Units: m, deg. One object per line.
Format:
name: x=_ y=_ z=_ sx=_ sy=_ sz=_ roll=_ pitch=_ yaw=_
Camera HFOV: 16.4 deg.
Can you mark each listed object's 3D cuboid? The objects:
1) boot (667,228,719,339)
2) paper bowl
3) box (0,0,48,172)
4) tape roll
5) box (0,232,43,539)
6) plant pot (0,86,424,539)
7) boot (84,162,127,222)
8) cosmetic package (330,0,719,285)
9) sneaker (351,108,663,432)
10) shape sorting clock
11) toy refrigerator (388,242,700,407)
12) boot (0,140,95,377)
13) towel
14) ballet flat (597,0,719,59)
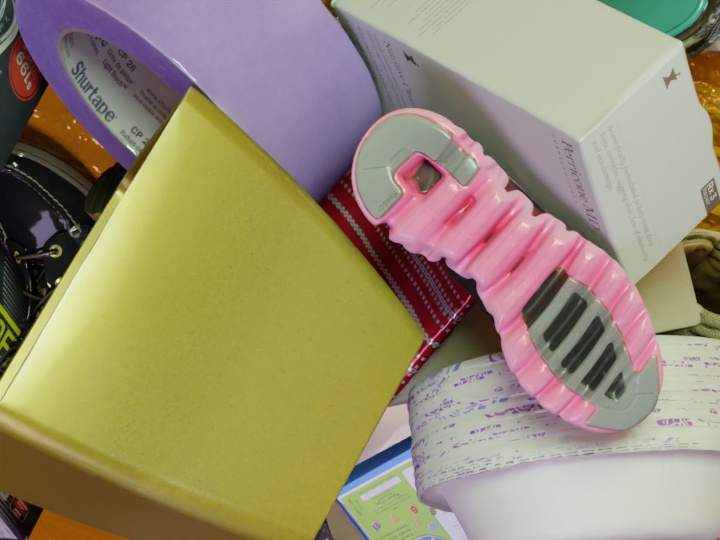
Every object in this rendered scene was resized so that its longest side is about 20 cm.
boot: x=0.150 y=0.027 z=1.481 sx=0.199 sy=0.073 sz=0.156 roll=23 pitch=145 yaw=-1
paper bowl: x=0.128 y=0.107 z=1.387 sx=0.199 sy=0.105 sz=0.201 roll=-6 pitch=166 yaw=-2
box: x=-0.266 y=-0.145 z=1.407 sx=0.103 sy=0.183 sz=0.201 roll=5 pitch=141 yaw=24
tape roll: x=-0.090 y=-0.111 z=1.375 sx=0.199 sy=0.085 sz=0.200 roll=36 pitch=161 yaw=14
box: x=-0.255 y=0.060 z=1.683 sx=0.044 sy=0.161 sz=0.201 roll=0 pitch=138 yaw=32
plant pot: x=-0.084 y=0.053 z=1.324 sx=0.176 sy=0.201 sz=0.200 roll=32 pitch=163 yaw=-7
boot: x=-0.054 y=-0.007 z=1.572 sx=0.174 sy=0.066 sz=0.200 roll=-10 pitch=135 yaw=43
cosmetic package: x=0.087 y=-0.090 z=1.292 sx=0.200 sy=0.081 sz=0.113 roll=34 pitch=158 yaw=45
sneaker: x=0.080 y=-0.004 z=1.271 sx=0.200 sy=0.079 sz=0.095 roll=49 pitch=-174 yaw=2
shape sorting clock: x=0.073 y=0.152 z=1.589 sx=0.198 sy=0.039 sz=0.201 roll=8 pitch=118 yaw=14
toy refrigerator: x=0.087 y=0.023 z=1.419 sx=0.199 sy=0.076 sz=0.071 roll=-18 pitch=83 yaw=42
boot: x=-0.207 y=0.028 z=1.621 sx=0.073 sy=0.151 sz=0.201 roll=-2 pitch=137 yaw=31
towel: x=0.000 y=0.000 z=1.434 sx=0.022 sy=0.145 sz=0.200 roll=6 pitch=132 yaw=-46
ballet flat: x=0.193 y=-0.145 z=1.245 sx=0.072 sy=0.072 sz=0.200 roll=35 pitch=145 yaw=-15
